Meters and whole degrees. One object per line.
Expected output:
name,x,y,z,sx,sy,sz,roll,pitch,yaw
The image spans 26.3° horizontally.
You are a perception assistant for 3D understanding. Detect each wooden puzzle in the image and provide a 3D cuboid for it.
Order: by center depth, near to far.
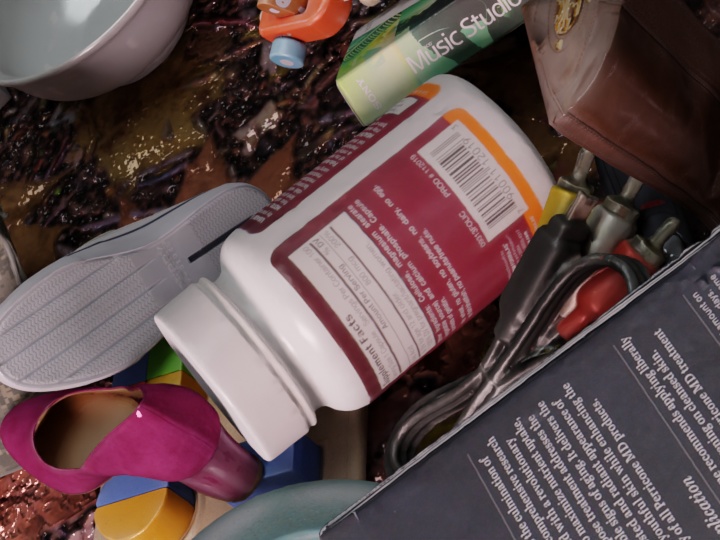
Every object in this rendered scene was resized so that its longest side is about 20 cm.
wooden puzzle,-0.081,0.094,0.878,0.185,0.046,0.201,-19,54,26

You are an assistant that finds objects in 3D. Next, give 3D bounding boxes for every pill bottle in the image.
pill bottle,0.000,0.000,0.802,0.200,0.114,0.114,-38,46,-10

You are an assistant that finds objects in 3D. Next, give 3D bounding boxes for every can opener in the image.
can opener,0.145,-0.014,0.768,0.078,0.063,0.201,-5,52,-1

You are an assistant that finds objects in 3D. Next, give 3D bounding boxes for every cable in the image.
cable,0.086,0.042,0.751,0.097,0.050,0.200,49,119,45

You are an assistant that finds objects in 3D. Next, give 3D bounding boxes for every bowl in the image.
bowl,-0.186,-0.194,1.098,0.200,0.090,0.202,-18,54,26

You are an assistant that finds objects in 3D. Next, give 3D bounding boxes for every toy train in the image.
toy train,-0.009,-0.229,0.952,0.150,0.056,0.201,4,76,47

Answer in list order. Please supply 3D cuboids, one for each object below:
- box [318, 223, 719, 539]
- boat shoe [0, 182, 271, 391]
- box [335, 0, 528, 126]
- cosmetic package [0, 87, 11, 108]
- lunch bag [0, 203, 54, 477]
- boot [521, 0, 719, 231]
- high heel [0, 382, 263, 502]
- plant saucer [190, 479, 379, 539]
box,0.126,0.122,0.607,0.196,0.200,0.124,-37,49,11
boat shoe,-0.139,0.012,0.920,0.200,0.074,0.067,-28,11,-28
box,0.079,-0.165,0.880,0.200,0.036,0.144,-34,14,15
cosmetic package,-0.410,-0.139,1.150,0.200,0.199,0.123,-46,46,4
lunch bag,-0.277,0.017,0.956,0.139,0.201,0.168,-23,39,-15
boot,0.165,-0.107,0.714,0.064,0.200,0.187,-17,50,50
high heel,-0.149,0.079,0.841,0.199,0.096,0.068,0,59,37
plant saucer,-0.018,0.180,0.731,0.200,0.039,0.202,-3,54,5
